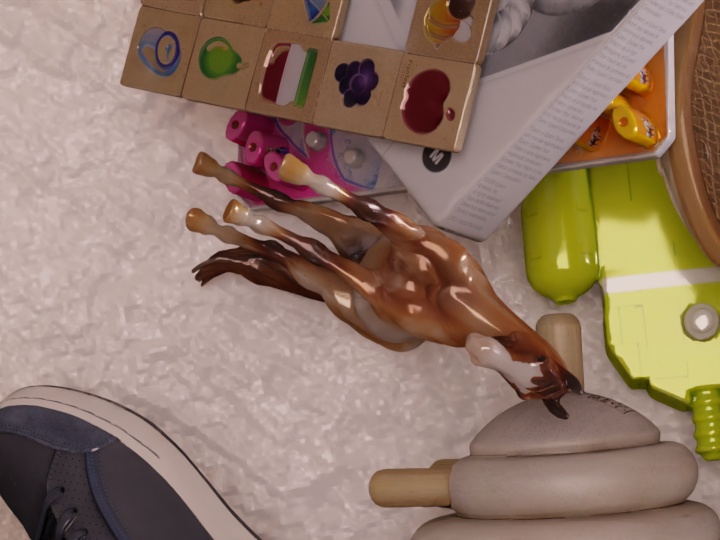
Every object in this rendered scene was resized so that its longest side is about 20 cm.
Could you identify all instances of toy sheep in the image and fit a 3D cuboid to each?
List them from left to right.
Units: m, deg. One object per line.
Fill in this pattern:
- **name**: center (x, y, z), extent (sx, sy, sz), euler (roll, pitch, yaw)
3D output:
- **toy sheep**: center (0.076, 0.117, 0.919), extent (0.137, 0.138, 0.201), euler (-5, 92, 3)

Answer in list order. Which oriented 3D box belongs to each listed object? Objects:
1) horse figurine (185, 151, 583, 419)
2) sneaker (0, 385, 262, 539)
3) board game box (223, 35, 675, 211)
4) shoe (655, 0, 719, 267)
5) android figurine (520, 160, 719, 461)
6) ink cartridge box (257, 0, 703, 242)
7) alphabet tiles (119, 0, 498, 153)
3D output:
- **horse figurine**: center (0.000, 0.000, 0.930), extent (0.132, 0.200, 0.050), euler (29, 82, -17)
- **sneaker**: center (-0.110, 0.132, 0.913), extent (0.202, 0.077, 0.146), euler (36, 44, 25)
- **board game box**: center (0.029, -0.134, 0.976), extent (0.199, 0.026, 0.201), euler (-6, 78, 31)
- **shoe**: center (0.143, -0.094, 0.961), extent (0.069, 0.053, 0.201), euler (0, 78, -15)
- **android figurine**: center (0.155, -0.023, 0.984), extent (0.181, 0.041, 0.201), euler (-4, 77, 4)
- **ink cartridge box**: center (0.048, -0.149, 0.927), extent (0.200, 0.041, 0.200), euler (-48, 60, 16)
- **alphabet tiles**: center (-0.005, -0.155, 0.934), extent (0.167, 0.008, 0.201), euler (14, 87, 35)
